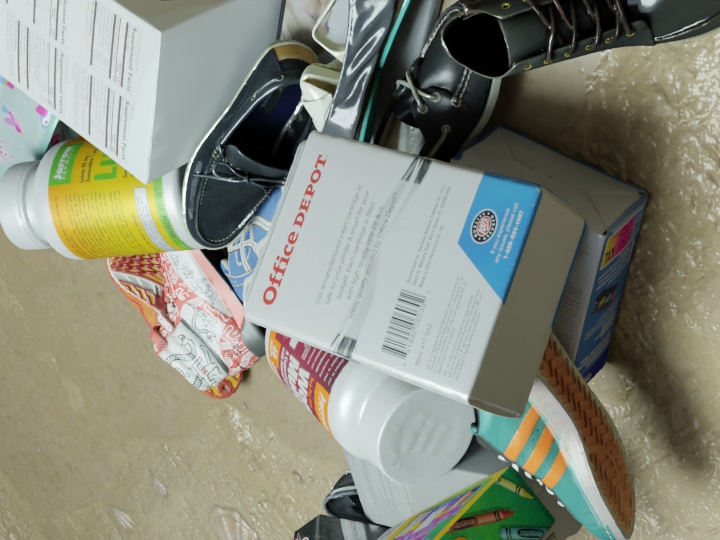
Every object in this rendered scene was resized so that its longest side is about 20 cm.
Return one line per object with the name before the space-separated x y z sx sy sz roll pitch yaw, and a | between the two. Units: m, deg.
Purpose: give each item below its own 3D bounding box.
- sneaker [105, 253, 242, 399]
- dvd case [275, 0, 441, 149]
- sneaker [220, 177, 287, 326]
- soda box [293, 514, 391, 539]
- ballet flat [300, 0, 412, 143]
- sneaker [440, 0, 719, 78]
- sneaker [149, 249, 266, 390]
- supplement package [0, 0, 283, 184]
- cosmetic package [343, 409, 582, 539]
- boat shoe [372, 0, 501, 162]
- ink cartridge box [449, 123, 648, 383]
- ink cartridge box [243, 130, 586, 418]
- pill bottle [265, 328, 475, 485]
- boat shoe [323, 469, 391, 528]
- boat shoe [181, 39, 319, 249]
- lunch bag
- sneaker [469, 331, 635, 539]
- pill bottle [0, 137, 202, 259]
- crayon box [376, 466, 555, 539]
sneaker | -0.188 0.045 1.358 0.201 0.073 0.077 55 171 -4
dvd case | -0.011 -0.171 1.060 0.142 0.018 0.201 35 136 23
sneaker | -0.084 -0.034 1.179 0.077 0.075 0.201 46 138 19
soda box | 0.039 0.276 1.180 0.199 0.071 0.063 15 151 -20
ballet flat | -0.007 -0.158 0.994 0.073 0.073 0.201 36 131 22
sneaker | 0.152 -0.162 0.834 0.199 0.106 0.075 -4 113 46
sneaker | -0.176 0.019 1.280 0.108 0.067 0.202 -35 90 15
supplement package | -0.190 -0.208 1.109 0.199 0.151 0.151 36 136 22
cosmetic package | 0.096 0.171 1.116 0.199 0.107 0.091 -1 116 43
boat shoe | 0.050 -0.120 0.989 0.074 0.060 0.201 64 149 31
ink cartridge box | 0.126 0.010 0.999 0.136 0.076 0.201 29 132 27
ink cartridge box | 0.035 0.000 0.908 0.199 0.086 0.147 18 86 37
pill bottle | 0.006 0.091 1.101 0.200 0.109 0.110 40 143 53
boat shoe | 0.046 0.224 1.230 0.199 0.068 0.072 5 120 43
boat shoe | -0.091 -0.094 1.079 0.201 0.074 0.062 -57 30 26
lunch bag | -0.332 -0.171 1.303 0.170 0.122 0.200 44 144 15
sneaker | 0.132 0.118 0.962 0.080 0.071 0.201 -22 106 34
pill bottle | -0.227 -0.068 1.200 0.198 0.111 0.112 -5 114 22
crayon box | 0.050 0.236 1.033 0.058 0.119 0.200 51 142 2
